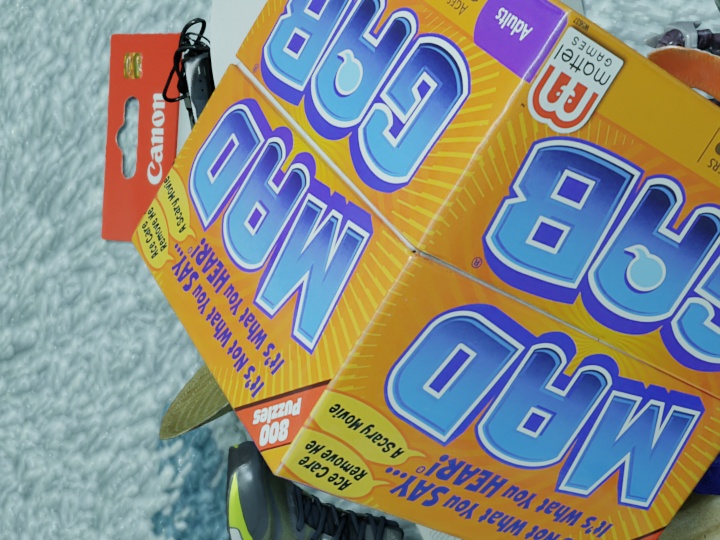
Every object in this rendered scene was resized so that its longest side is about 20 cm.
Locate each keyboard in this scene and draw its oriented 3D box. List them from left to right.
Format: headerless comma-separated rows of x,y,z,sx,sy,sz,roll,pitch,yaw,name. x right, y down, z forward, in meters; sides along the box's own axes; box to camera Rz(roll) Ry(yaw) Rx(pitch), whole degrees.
-0.101,-0.087,0.902,0.039,0.200,0.105,-5,86,-3,keyboard

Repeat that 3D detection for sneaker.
-0.018,0.168,0.914,0.080,0.200,0.074,-23,40,17,sneaker

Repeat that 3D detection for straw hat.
-0.028,0.063,0.934,0.201,0.201,0.085,-36,103,30,straw hat

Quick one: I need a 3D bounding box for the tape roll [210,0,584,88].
0.028,-0.125,0.849,0.138,0.202,0.205,-8,85,35,tape roll

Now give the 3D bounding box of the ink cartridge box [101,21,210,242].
-0.123,-0.095,1.051,0.198,0.047,0.162,5,93,33,ink cartridge box

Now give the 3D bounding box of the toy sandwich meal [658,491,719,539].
0.192,0.093,0.781,0.070,0.206,0.205,40,121,-18,toy sandwich meal

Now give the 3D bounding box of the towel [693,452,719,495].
0.157,0.032,0.696,0.199,0.049,0.149,-7,74,52,towel

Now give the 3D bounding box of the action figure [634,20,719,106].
0.208,-0.080,0.804,0.199,0.069,0.132,-11,90,39,action figure

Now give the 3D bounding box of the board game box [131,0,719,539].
0.054,-0.018,0.649,0.201,0.199,0.200,-57,35,12,board game box

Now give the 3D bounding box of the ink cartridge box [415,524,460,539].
0.090,0.099,0.852,0.162,0.050,0.200,-56,38,21,ink cartridge box

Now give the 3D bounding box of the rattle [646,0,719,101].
0.253,-0.056,0.730,0.200,0.142,0.131,51,147,41,rattle
